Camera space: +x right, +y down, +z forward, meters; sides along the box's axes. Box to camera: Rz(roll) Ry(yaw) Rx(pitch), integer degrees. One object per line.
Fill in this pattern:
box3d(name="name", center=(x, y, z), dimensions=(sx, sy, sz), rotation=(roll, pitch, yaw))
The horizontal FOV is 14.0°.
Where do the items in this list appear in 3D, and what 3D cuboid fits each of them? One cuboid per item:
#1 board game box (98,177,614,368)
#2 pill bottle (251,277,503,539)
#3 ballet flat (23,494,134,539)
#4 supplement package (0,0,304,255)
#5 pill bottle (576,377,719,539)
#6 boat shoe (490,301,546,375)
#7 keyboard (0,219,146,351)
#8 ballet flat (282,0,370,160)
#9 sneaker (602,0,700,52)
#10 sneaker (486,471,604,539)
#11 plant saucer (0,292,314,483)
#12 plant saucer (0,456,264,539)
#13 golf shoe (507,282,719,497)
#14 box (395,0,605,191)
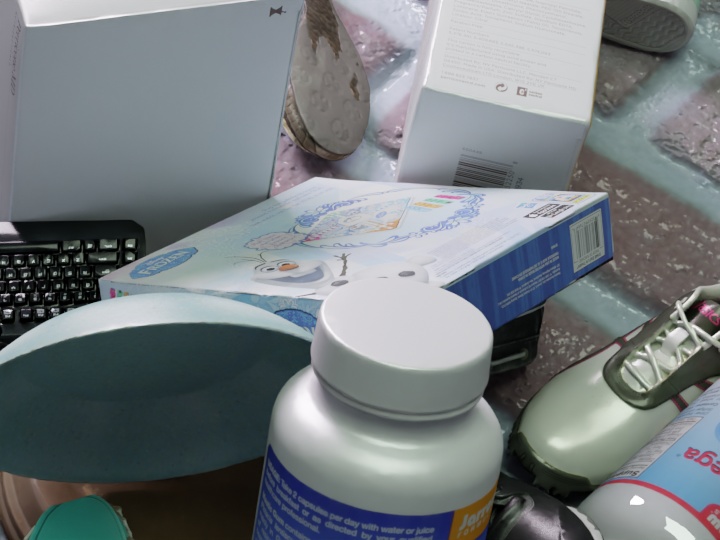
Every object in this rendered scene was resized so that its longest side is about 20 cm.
box3d(name="board game box", center=(0.000, 0.000, 1.554), dimensions=(0.198, 0.044, 0.200), rotation=(6, 21, 35))
box3d(name="pill bottle", center=(0.007, 0.110, 1.384), dimensions=(0.111, 0.201, 0.112), rotation=(8, 29, -5))
box3d(name="ballet flat", center=(-0.138, 0.204, 1.427), dimensions=(0.071, 0.072, 0.201), rotation=(3, 46, -10))
box3d(name="supplement package", center=(-0.129, -0.109, 1.614), dimensions=(0.155, 0.201, 0.111), rotation=(-9, 50, -18))
box3d(name="pill bottle", center=(0.176, 0.138, 1.523), dimensions=(0.109, 0.109, 0.200), rotation=(37, 52, 20))
box3d(name="boat shoe", center=(0.027, 0.048, 1.586), dimensions=(0.199, 0.071, 0.072), rotation=(-17, 18, -32))
box3d(name="keyboard", center=(-0.215, 0.015, 1.561), dimensions=(0.199, 0.040, 0.105), rotation=(-3, 64, 2))
box3d(name="ballet flat", center=(-0.040, -0.142, 1.775), dimensions=(0.067, 0.046, 0.201), rotation=(19, 44, -40))
box3d(name="sneaker", center=(0.124, -0.220, 1.852), dimensions=(0.199, 0.074, 0.119), rotation=(20, 53, -7))
box3d(name="sneaker", center=(0.043, 0.122, 1.472), dimensions=(0.087, 0.076, 0.200), rotation=(34, -3, -30))
box3d(name="plant saucer", center=(-0.105, 0.051, 1.437), dimensions=(0.200, 0.201, 0.039), rotation=(-3, 65, -14))
box3d(name="plant saucer", center=(-0.094, 0.106, 1.548), dimensions=(0.199, 0.030, 0.201), rotation=(6, 47, -6))
box3d(name="golf shoe", center=(0.163, 0.052, 1.614), dimensions=(0.199, 0.088, 0.077), rotation=(-28, 61, -30))
box3d(name="box", center=(0.084, -0.122, 1.715), dimensions=(0.097, 0.125, 0.201), rotation=(12, 48, -2))
